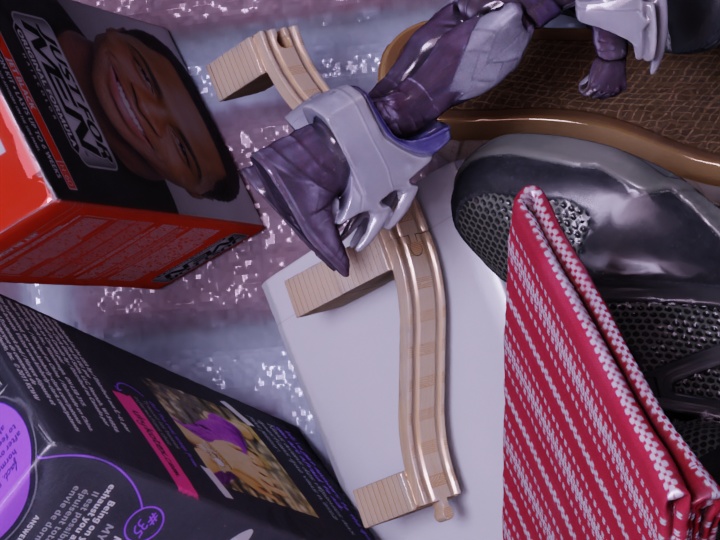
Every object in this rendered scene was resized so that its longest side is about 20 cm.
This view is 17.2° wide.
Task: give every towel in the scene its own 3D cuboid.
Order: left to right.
[{"bbox_3d":[0.076,0.091,0.771,0.022,0.201,0.145,-12,43,-12],"label":"towel"}]

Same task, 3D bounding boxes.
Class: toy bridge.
[{"bbox_3d":[0.000,0.000,0.911,0.067,0.027,0.201,-27,79,47],"label":"toy bridge"}]

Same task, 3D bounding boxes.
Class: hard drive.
[{"bbox_3d":[0.040,0.073,0.928,0.132,0.026,0.201,-32,77,47],"label":"hard drive"}]

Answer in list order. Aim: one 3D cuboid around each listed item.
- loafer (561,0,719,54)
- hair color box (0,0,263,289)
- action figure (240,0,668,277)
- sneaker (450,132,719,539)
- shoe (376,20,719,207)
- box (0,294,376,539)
[{"bbox_3d":[0.082,-0.134,0.929,0.200,0.072,0.073,32,118,35],"label":"loafer"},{"bbox_3d":[-0.117,-0.050,0.922,0.061,0.200,0.102,-30,80,15],"label":"hair color box"},{"bbox_3d":[0.046,-0.086,0.838,0.200,0.130,0.069,-43,111,-2],"label":"action figure"},{"bbox_3d":[0.095,0.034,0.821,0.199,0.114,0.076,39,145,15],"label":"sneaker"},{"bbox_3d":[0.106,-0.058,0.931,0.199,0.053,0.070,10,60,14],"label":"shoe"},{"bbox_3d":[-0.100,0.105,0.904,0.122,0.200,0.106,-50,45,11],"label":"box"}]
